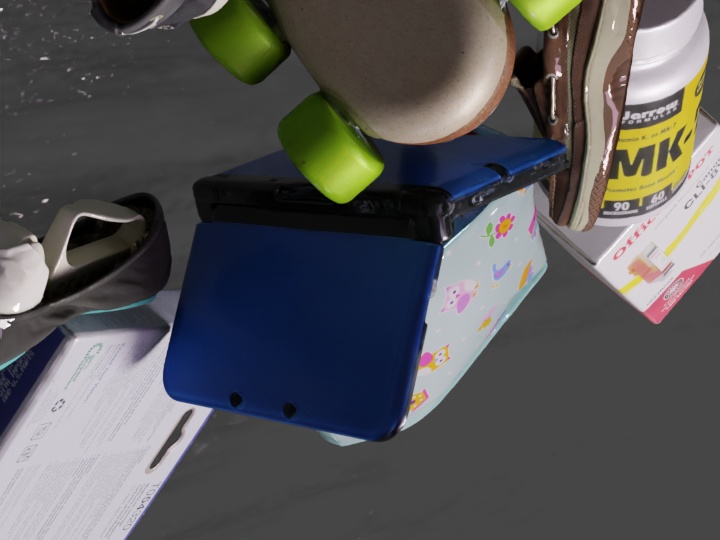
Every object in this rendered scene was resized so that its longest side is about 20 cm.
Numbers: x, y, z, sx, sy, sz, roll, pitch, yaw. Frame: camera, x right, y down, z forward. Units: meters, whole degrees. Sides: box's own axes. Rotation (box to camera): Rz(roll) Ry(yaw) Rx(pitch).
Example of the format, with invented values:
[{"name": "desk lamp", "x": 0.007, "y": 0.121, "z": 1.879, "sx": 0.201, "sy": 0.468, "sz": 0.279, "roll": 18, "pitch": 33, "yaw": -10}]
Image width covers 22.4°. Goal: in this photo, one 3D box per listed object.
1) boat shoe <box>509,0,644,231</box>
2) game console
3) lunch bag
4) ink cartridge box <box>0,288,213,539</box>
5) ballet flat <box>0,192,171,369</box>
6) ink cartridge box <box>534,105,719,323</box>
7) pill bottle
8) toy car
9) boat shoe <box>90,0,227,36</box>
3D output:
[{"name": "boat shoe", "x": 0.125, "y": -0.117, "z": 1.108, "sx": 0.075, "sy": 0.074, "sz": 0.203, "roll": -66, "pitch": 165, "yaw": -53}, {"name": "game console", "x": 0.000, "y": 0.000, "z": 1.015, "sx": 0.170, "sy": 0.199, "sz": 0.119, "roll": -23, "pitch": 111, "yaw": -40}, {"name": "lunch bag", "x": 0.018, "y": 0.007, "z": 1.171, "sx": 0.200, "sy": 0.122, "sz": 0.171, "roll": -47, "pitch": 155, "yaw": -13}, {"name": "ink cartridge box", "x": -0.169, "y": 0.098, "z": 1.099, "sx": 0.197, "sy": 0.043, "sz": 0.200, "roll": -56, "pitch": 158, "yaw": 18}, {"name": "ballet flat", "x": -0.172, "y": 0.000, "z": 0.948, "sx": 0.200, "sy": 0.068, "sz": 0.069, "roll": -28, "pitch": 139, "yaw": -53}, {"name": "ink cartridge box", "x": 0.227, "y": -0.055, "z": 1.435, "sx": 0.145, "sy": 0.083, "sz": 0.200, "roll": -49, "pitch": 153, "yaw": 4}, {"name": "pill bottle", "x": 0.173, "y": -0.130, "z": 1.221, "sx": 0.114, "sy": 0.114, "sz": 0.200, "roll": -37, "pitch": 152, "yaw": -19}, {"name": "toy car", "x": 0.032, "y": -0.134, "z": 0.987, "sx": 0.164, "sy": 0.158, "sz": 0.200, "roll": -40, "pitch": 167, "yaw": 13}, {"name": "boat shoe", "x": -0.073, "y": -0.192, "z": 0.816, "sx": 0.067, "sy": 0.072, "sz": 0.201, "roll": -24, "pitch": 147, "yaw": -46}]
